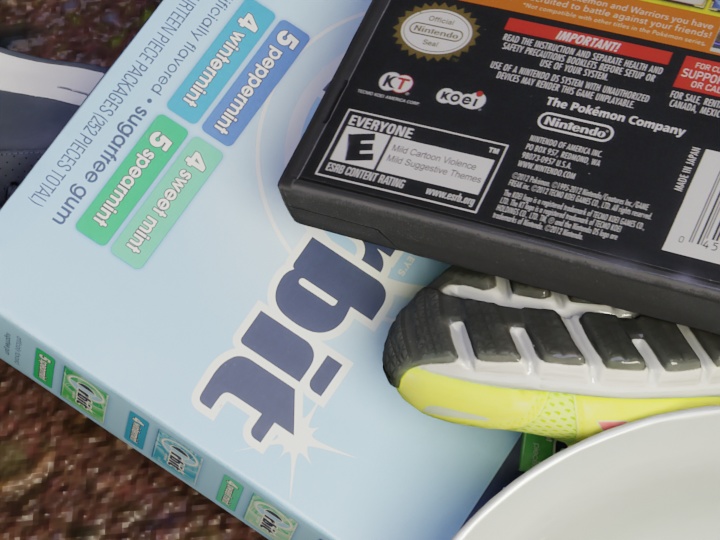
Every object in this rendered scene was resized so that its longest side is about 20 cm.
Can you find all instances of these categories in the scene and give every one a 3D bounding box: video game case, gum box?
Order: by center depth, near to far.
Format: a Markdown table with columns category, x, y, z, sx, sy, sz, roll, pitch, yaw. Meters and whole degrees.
| category | x | y | z | sx | sy | sz | roll | pitch | yaw |
| --- | --- | --- | --- | --- | --- | --- | --- | --- | --- |
| video game case | 0.101 | -0.069 | 0.783 | 0.200 | 0.026 | 0.181 | 15 | 64 | 24 |
| gum box | 0.000 | 0.000 | 0.849 | 0.200 | 0.045 | 0.170 | 33 | 68 | 5 |

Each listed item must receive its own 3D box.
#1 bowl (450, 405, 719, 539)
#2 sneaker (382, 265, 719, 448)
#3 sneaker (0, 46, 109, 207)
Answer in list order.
| category | x | y | z | sx | sy | sz | roll | pitch | yaw |
| --- | --- | --- | --- | --- | --- | --- | --- | --- | --- |
| bowl | 0.105 | 0.144 | 0.738 | 0.201 | 0.090 | 0.201 | -5 | 67 | 11 |
| sneaker | 0.104 | 0.043 | 0.792 | 0.200 | 0.090 | 0.078 | 3 | 30 | -6 |
| sneaker | -0.137 | -0.005 | 0.913 | 0.202 | 0.077 | 0.146 | 18 | 67 | 20 |
